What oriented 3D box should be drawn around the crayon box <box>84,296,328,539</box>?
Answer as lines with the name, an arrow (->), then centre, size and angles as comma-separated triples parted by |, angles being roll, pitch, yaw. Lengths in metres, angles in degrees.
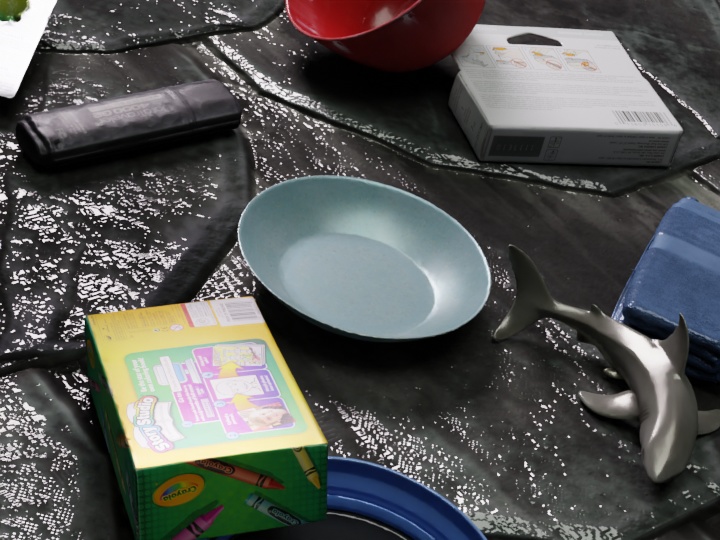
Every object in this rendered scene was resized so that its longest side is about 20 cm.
crayon box -> -0.103, 0.091, 1.094 | 0.118, 0.058, 0.200 | -6, 28, -15

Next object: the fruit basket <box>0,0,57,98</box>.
fruit basket -> -0.356, -0.228, 1.462 | 0.184, 0.094, 0.201 | 14, 52, -3

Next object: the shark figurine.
shark figurine -> 0.205, 0.057, 1.287 | 0.128, 0.090, 0.215 | -12, 46, -35

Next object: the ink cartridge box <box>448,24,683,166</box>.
ink cartridge box -> 0.177, -0.166, 1.605 | 0.199, 0.044, 0.174 | 0, 38, -20

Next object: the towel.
towel -> 0.278, 0.016, 1.400 | 0.111, 0.049, 0.200 | 24, 36, 11

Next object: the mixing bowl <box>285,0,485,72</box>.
mixing bowl -> 0.041, -0.258, 1.582 | 0.200, 0.108, 0.201 | -21, 46, 23

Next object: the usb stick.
usb stick -> -0.187, -0.122, 1.414 | 0.200, 0.033, 0.055 | -16, 54, -37

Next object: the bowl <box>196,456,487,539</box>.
bowl -> -0.009, 0.198, 1.053 | 0.200, 0.039, 0.201 | 11, 37, -8

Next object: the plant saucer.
plant saucer -> 0.000, 0.000, 1.319 | 0.200, 0.039, 0.201 | 11, 36, -8
